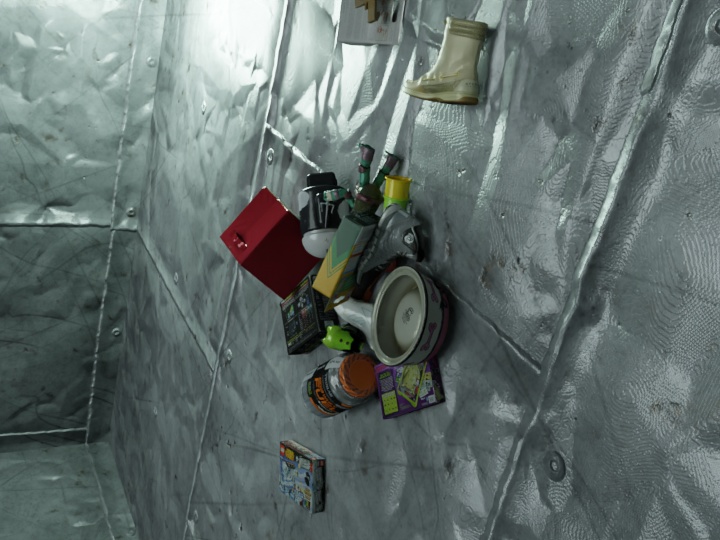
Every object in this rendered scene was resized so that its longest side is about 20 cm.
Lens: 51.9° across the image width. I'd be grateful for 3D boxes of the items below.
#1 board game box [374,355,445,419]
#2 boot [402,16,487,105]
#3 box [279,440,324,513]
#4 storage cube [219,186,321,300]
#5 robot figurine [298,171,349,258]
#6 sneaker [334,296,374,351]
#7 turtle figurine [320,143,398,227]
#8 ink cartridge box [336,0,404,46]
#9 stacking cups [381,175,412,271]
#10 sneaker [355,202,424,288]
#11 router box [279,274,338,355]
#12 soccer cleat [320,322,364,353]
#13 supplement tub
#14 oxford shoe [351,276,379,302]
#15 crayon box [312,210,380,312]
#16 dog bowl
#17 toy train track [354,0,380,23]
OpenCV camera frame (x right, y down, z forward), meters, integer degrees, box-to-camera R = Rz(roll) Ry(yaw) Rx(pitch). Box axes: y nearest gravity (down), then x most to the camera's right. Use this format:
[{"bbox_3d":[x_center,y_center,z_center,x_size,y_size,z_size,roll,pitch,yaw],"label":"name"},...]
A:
[{"bbox_3d":[0.099,0.236,1.553,0.199,0.032,0.122,-32,67,53],"label":"board game box"},{"bbox_3d":[0.161,-0.402,1.418,0.199,0.072,0.158,25,111,55],"label":"boot"},{"bbox_3d":[-0.157,0.543,1.961,0.199,0.039,0.139,6,96,59],"label":"box"},{"bbox_3d":[-0.218,-0.070,1.887,0.180,0.200,0.171,-48,39,1],"label":"storage cube"},{"bbox_3d":[-0.084,-0.131,1.776,0.124,0.149,0.203,-13,77,41],"label":"robot figurine"},{"bbox_3d":[0.017,0.098,1.632,0.200,0.070,0.081,42,113,21],"label":"sneaker"},{"bbox_3d":[0.006,-0.167,1.612,0.100,0.149,0.202,37,111,38],"label":"turtle figurine"},{"bbox_3d":[0.035,-0.593,1.675,0.198,0.050,0.163,18,105,39],"label":"ink cartridge box"},{"bbox_3d":[0.072,-0.099,1.587,0.060,0.060,0.203,30,120,55],"label":"stacking cups"},{"bbox_3d":[0.069,-0.028,1.531,0.115,0.075,0.202,31,115,16],"label":"sneaker"},{"bbox_3d":[-0.135,0.117,1.910,0.200,0.061,0.152,-38,58,52],"label":"router box"},{"bbox_3d":[-0.025,0.157,1.658,0.080,0.200,0.068,21,92,15],"label":"soccer cleat"},{"bbox_3d":[-0.046,0.262,1.704,0.200,0.121,0.124,-36,59,53],"label":"supplement tub"},{"bbox_3d":[0.000,0.000,1.678,0.071,0.072,0.202,48,129,48],"label":"oxford shoe"},{"bbox_3d":[-0.030,-0.022,1.543,0.051,0.125,0.202,30,109,16],"label":"crayon box"},{"bbox_3d":[0.101,0.097,1.482,0.200,0.073,0.203,-35,48,51],"label":"dog bowl"},{"bbox_3d":[0.036,-0.642,1.623,0.114,0.032,0.203,-3,86,50],"label":"toy train track"}]
